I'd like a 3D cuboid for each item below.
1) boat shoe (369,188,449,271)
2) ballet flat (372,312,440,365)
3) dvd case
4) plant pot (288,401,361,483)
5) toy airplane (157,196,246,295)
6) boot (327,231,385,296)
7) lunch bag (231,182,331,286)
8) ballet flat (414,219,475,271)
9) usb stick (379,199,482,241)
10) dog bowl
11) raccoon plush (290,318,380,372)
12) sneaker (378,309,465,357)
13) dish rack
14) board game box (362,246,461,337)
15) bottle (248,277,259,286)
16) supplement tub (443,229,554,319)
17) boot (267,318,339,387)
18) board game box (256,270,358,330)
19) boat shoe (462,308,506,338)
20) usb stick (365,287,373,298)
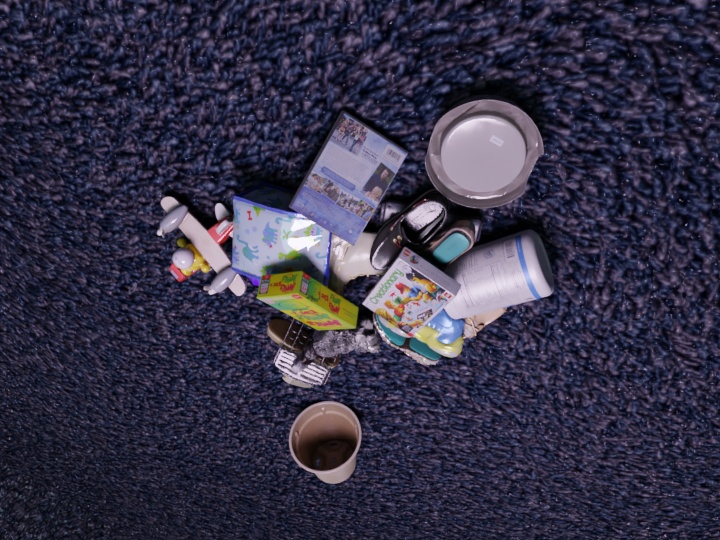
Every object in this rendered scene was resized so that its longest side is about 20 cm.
[{"bbox_3d":[0.085,-0.068,1.024,0.074,0.063,0.201,41,116,-11],"label":"boat shoe"},{"bbox_3d":[0.097,0.163,1.274,0.199,0.076,0.064,37,145,-11],"label":"ballet flat"},{"bbox_3d":[-0.022,-0.167,0.994,0.142,0.018,0.201,30,96,-9],"label":"dvd case"},{"bbox_3d":[-0.086,0.502,1.539,0.198,0.202,0.184,5,142,11],"label":"plant pot"},{"bbox_3d":[-0.338,-0.048,1.166,0.198,0.141,0.201,12,116,20],"label":"toy airplane"},{"bbox_3d":[0.000,0.000,1.150,0.153,0.072,0.202,9,123,8],"label":"boot"},{"bbox_3d":[-0.147,-0.064,1.090,0.198,0.127,0.171,19,122,20],"label":"lunch bag"},{"bbox_3d":[0.146,-0.032,1.036,0.068,0.067,0.200,44,135,-13],"label":"ballet flat"},{"bbox_3d":[0.137,-0.096,1.061,0.198,0.033,0.056,12,129,6],"label":"usb stick"},{"bbox_3d":[0.211,-0.208,0.942,0.198,0.059,0.201,7,130,9],"label":"dog bowl"},{"bbox_3d":[-0.048,0.175,1.242,0.134,0.097,0.200,34,119,-20],"label":"raccoon plush"},{"bbox_3d":[0.139,0.103,1.182,0.199,0.076,0.106,24,98,21],"label":"sneaker"},{"bbox_3d":[-0.111,0.172,1.287,0.152,0.055,0.201,25,94,-7],"label":"dish rack"},{"bbox_3d":[0.093,0.047,1.056,0.126,0.035,0.200,34,145,0],"label":"board game box"},{"bbox_3d":[-0.180,0.025,1.221,0.199,0.084,0.065,26,169,8],"label":"bottle"},{"bbox_3d":[0.259,0.010,1.061,0.199,0.132,0.132,-19,122,28],"label":"supplement tub"},{"bbox_3d":[-0.172,0.217,1.391,0.199,0.072,0.155,32,132,-12],"label":"boot"},{"bbox_3d":[-0.100,0.065,1.085,0.101,0.048,0.200,-7,153,32],"label":"board game box"},{"bbox_3d":[0.232,0.117,1.197,0.199,0.069,0.074,-30,116,33],"label":"boat shoe"},{"bbox_3d":[0.109,0.057,1.205,0.198,0.033,0.056,-2,129,18],"label":"usb stick"}]
